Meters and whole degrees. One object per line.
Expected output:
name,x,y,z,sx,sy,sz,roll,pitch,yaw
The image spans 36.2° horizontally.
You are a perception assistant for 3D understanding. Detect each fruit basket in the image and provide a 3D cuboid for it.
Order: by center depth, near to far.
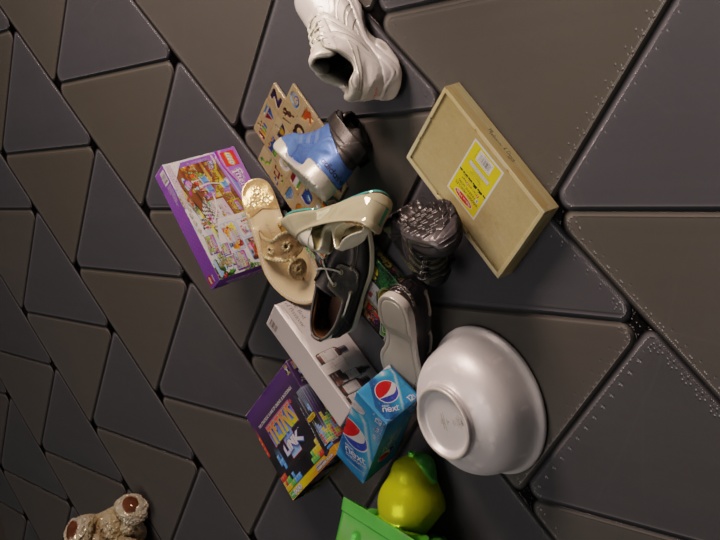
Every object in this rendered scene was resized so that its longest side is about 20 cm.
fruit basket,0.071,0.364,1.565,0.213,0.155,0.219,-21,52,30

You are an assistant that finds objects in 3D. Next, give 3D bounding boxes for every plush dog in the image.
plush dog,-0.526,0.605,2.415,0.161,0.197,0.174,73,174,-70

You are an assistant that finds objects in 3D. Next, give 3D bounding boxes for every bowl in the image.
bowl,0.134,0.180,1.407,0.200,0.090,0.204,27,127,43

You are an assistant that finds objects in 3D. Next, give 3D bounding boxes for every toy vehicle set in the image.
toy vehicle set,0.141,-0.107,1.317,0.201,0.026,0.125,55,141,20

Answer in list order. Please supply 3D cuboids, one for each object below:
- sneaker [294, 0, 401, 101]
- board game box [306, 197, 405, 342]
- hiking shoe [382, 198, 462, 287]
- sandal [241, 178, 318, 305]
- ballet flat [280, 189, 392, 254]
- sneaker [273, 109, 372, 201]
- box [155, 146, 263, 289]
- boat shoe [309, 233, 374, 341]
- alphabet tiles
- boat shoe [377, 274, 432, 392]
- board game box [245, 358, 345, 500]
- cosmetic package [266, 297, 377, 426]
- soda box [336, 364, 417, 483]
sneaker,-0.035,-0.292,1.398,0.201,0.098,0.078,51,140,24
board game box,0.000,0.000,1.549,0.200,0.023,0.106,48,136,24
hiking shoe,0.092,-0.030,1.362,0.102,0.075,0.200,58,174,-14
sandal,-0.125,-0.049,1.630,0.214,0.077,0.070,63,175,16
ballet flat,-0.038,-0.055,1.433,0.198,0.069,0.071,-14,95,48
sneaker,-0.046,-0.167,1.495,0.077,0.111,0.200,49,177,-23
box,-0.211,-0.083,1.690,0.039,0.136,0.202,-42,72,51
boat shoe,-0.029,0.007,1.516,0.072,0.067,0.203,35,127,36
alphabet tiles,-0.089,-0.166,1.605,0.201,0.006,0.167,56,141,19
boat shoe,0.065,0.089,1.476,0.073,0.060,0.202,26,143,33
board game box,-0.094,0.251,1.762,0.166,0.056,0.200,56,141,16
cosmetic package,-0.048,0.125,1.625,0.201,0.082,0.051,51,138,23
soda box,0.022,0.219,1.549,0.064,0.068,0.201,44,150,19
